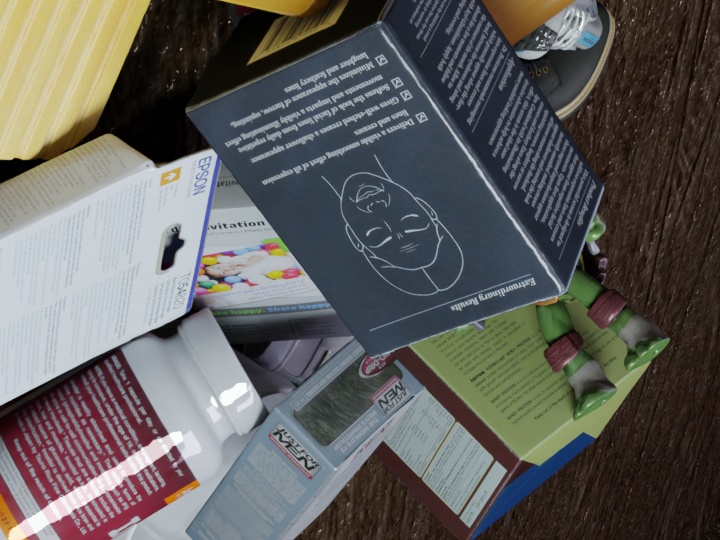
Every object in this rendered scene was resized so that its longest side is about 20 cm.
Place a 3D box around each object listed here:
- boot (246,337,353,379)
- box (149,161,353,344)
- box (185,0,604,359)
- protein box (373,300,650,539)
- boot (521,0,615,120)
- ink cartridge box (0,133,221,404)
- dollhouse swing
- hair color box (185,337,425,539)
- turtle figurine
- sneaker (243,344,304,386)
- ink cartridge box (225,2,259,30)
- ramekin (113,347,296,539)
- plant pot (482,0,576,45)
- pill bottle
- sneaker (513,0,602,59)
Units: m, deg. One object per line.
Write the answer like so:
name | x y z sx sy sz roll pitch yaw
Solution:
boot | 0.000 0.000 1.583 0.095 0.074 0.201 19 121 -25
box | -0.089 -0.009 1.407 0.200 0.155 0.041 74 13 -62
box | 0.024 -0.070 1.256 0.148 0.200 0.107 -20 -152 34
protein box | 0.101 0.082 1.825 0.198 0.200 0.135 -32 160 -40
boot | 0.127 -0.164 1.682 0.200 0.077 0.139 -47 160 -15
ink cartridge box | -0.185 0.003 1.291 0.199 0.041 0.200 -26 156 -26
dollhouse swing | -0.121 -0.128 1.144 0.200 0.181 0.177 -4 108 -63
hair color box | -0.041 0.131 1.473 0.099 0.061 0.200 -40 172 -37
turtle figurine | 0.140 0.016 1.710 0.144 0.194 0.200 -37 166 -5
sneaker | -0.076 0.129 1.687 0.201 0.083 0.121 99 5 -52
ink cartridge box | -0.006 -0.113 1.336 0.042 0.118 0.201 -61 142 -45
ramekin | -0.142 0.135 1.570 0.200 0.105 0.201 -43 157 -23
plant pot | 0.082 -0.229 1.362 0.183 0.200 0.200 -46 160 14
pill bottle | -0.164 0.112 1.412 0.199 0.113 0.113 -31 156 -4
sneaker | 0.140 -0.188 1.542 0.075 0.086 0.200 -50 -167 20
